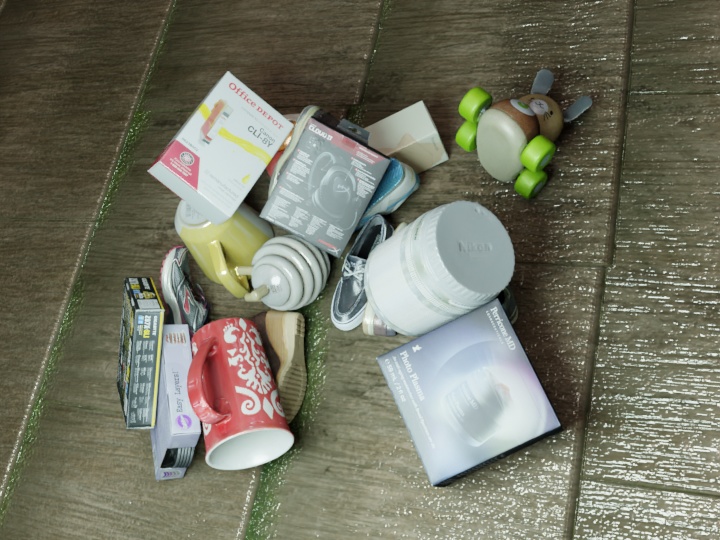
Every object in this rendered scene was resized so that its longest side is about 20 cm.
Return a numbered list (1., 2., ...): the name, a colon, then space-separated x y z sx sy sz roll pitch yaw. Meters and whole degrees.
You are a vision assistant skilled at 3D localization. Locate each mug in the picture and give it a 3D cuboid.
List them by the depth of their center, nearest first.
1. mug: -0.187 0.172 1.370 0.133 0.178 0.201 -13 58 -7
2. mug: -0.235 -0.065 1.584 0.186 0.153 0.150 34 79 31

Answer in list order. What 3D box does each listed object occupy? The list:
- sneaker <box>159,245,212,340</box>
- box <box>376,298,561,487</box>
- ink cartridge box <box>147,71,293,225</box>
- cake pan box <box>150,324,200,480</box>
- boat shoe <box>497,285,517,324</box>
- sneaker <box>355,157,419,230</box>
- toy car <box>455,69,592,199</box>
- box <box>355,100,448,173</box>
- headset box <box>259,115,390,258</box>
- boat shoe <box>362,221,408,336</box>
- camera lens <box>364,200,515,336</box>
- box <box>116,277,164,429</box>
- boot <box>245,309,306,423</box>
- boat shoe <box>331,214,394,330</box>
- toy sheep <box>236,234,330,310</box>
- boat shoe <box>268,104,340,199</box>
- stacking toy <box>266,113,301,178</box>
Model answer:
1. sneaker: -0.297 0.055 1.578 0.074 0.081 0.201 -9 87 9
2. box: 0.157 0.177 1.304 0.198 0.123 0.201 -27 72 5
3. ink cartridge box: -0.225 -0.199 1.484 0.200 0.145 0.083 -58 17 -21
4. cake pan box: -0.302 0.215 1.454 0.052 0.184 0.201 -1 55 -20
5. boat shoe: 0.190 -0.003 1.443 0.073 0.062 0.201 -27 58 5
6. sneaker: 0.014 -0.112 1.562 0.200 0.081 0.077 -33 64 26
7. toy car: 0.284 -0.251 1.496 0.200 0.158 0.164 -41 69 -17
8. box: 0.043 -0.202 1.585 0.199 0.095 0.078 -25 59 8
9. headset box: -0.052 -0.145 1.472 0.148 0.077 0.201 26 99 -5
10. boat shoe: 0.061 0.017 1.482 0.064 0.072 0.201 15 67 14
11. camera lens: 0.112 0.001 1.353 0.200 0.159 0.161 -33 45 53
12. box: -0.356 0.129 1.461 0.160 0.049 0.201 -141 55 -62
13. boot: -0.172 0.164 1.506 0.166 0.072 0.201 -10 62 30
14. boat shoe: 0.000 0.000 1.510 0.071 0.068 0.201 19 72 28
15. toy sheep: -0.124 0.006 1.511 0.137 0.139 0.200 11 32 25
16. boat shoe: -0.094 -0.177 1.531 0.073 0.074 0.201 25 99 16
17. stacking toy: -0.116 -0.167 1.625 0.145 0.146 0.201 -8 78 17
